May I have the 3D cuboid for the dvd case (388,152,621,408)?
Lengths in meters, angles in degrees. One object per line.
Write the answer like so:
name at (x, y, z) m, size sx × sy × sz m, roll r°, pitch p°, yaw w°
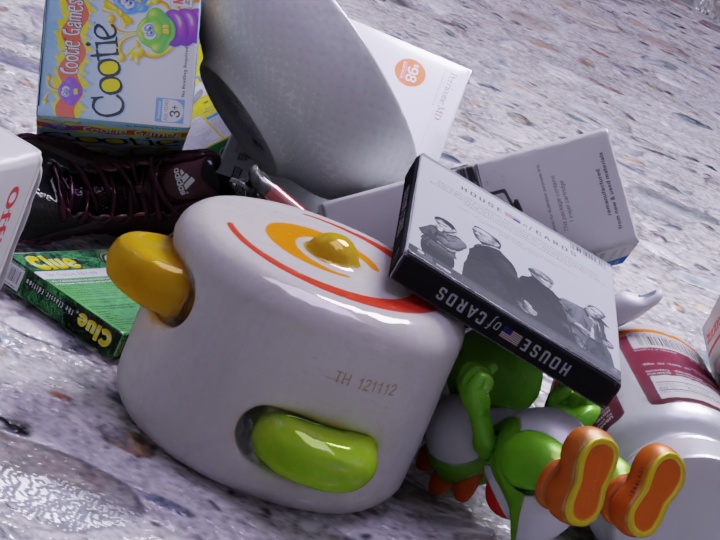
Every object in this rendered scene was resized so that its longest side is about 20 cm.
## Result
dvd case at (0.090, 0.002, 1.455) m, size 0.150 × 0.025 × 0.200 m, roll 31°, pitch 18°, yaw -6°

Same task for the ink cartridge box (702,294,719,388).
ink cartridge box at (0.271, 0.077, 1.559) m, size 0.067 × 0.200 × 0.116 m, roll -8°, pitch -15°, yaw -2°

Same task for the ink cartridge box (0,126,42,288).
ink cartridge box at (-0.259, -0.003, 1.223) m, size 0.085 × 0.146 × 0.200 m, roll 27°, pitch 16°, yaw 16°

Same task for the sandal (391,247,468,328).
sandal at (-0.010, 0.011, 1.541) m, size 0.200 × 0.076 × 0.043 m, roll 6°, pitch -2°, yaw -3°

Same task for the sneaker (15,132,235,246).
sneaker at (-0.158, -0.060, 1.585) m, size 0.115 × 0.076 × 0.200 m, roll -10°, pitch -6°, yaw 36°

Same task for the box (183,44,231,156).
box at (-0.124, -0.135, 1.894) m, size 0.117 × 0.048 × 0.200 m, roll -26°, pitch 38°, yaw -13°

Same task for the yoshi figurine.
yoshi figurine at (0.101, 0.086, 1.424) m, size 0.112 × 0.113 × 0.200 m, roll -30°, pitch 27°, yaw -25°

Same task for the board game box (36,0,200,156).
board game box at (-0.169, -0.133, 1.654) m, size 0.103 × 0.105 × 0.200 m, roll 5°, pitch -7°, yaw -7°

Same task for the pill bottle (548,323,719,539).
pill bottle at (0.188, 0.120, 1.511) m, size 0.114 × 0.114 × 0.200 m, roll 20°, pitch 17°, yaw -12°

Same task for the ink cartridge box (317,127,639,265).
ink cartridge box at (0.079, -0.025, 1.632) m, size 0.200 × 0.084 × 0.146 m, roll -15°, pitch -5°, yaw 1°

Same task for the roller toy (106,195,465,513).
roller toy at (-0.040, 0.041, 1.398) m, size 0.200 × 0.140 × 0.182 m, roll 30°, pitch 17°, yaw 22°

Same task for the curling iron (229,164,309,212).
curling iron at (0.000, 0.000, 1.500) m, size 0.200 × 0.026 × 0.050 m, roll 39°, pitch 1°, yaw -5°

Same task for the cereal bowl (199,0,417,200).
cereal bowl at (-0.051, -0.126, 1.643) m, size 0.200 × 0.083 × 0.200 m, roll 51°, pitch -13°, yaw 16°

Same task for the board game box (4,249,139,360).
board game box at (-0.134, 0.018, 1.547) m, size 0.105 × 0.023 × 0.200 m, roll 35°, pitch 19°, yaw 26°

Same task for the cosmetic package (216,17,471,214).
cosmetic package at (-0.020, -0.088, 1.768) m, size 0.151 × 0.200 × 0.052 m, roll 23°, pitch -27°, yaw -5°

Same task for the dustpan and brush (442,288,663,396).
dustpan and brush at (0.102, 0.048, 1.573) m, size 0.057 × 0.200 × 0.140 m, roll 56°, pitch 10°, yaw -14°
